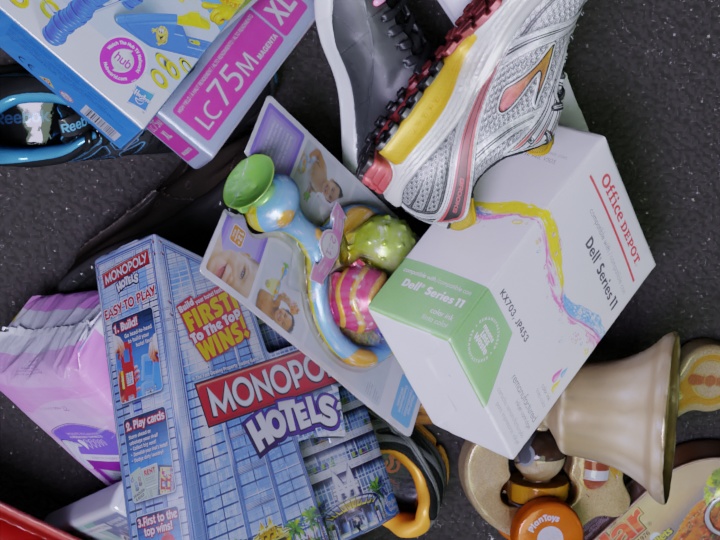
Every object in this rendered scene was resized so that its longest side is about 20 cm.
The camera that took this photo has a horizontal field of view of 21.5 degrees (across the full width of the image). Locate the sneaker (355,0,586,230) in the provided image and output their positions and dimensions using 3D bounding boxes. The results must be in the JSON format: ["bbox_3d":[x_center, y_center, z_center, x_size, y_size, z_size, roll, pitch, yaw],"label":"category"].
[{"bbox_3d":[0.085,-0.111,1.052,0.082,0.078,0.201,37,99,-12],"label":"sneaker"}]

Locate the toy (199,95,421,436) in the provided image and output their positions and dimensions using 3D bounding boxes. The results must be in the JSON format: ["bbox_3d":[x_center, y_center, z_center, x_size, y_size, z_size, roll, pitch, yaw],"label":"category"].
[{"bbox_3d":[0.000,0.000,1.096,0.047,0.116,0.200,-5,146,44],"label":"toy"}]

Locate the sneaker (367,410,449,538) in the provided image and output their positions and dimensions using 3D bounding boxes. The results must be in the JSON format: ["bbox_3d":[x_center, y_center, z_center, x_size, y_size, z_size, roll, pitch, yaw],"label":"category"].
[{"bbox_3d":[-0.020,0.099,1.214,0.199,0.077,0.078,34,108,-14],"label":"sneaker"}]

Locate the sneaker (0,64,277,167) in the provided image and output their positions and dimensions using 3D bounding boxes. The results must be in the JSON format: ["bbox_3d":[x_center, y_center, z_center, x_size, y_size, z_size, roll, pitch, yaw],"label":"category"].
[{"bbox_3d":[-0.146,-0.093,1.128,0.198,0.082,0.074,-12,109,0],"label":"sneaker"}]

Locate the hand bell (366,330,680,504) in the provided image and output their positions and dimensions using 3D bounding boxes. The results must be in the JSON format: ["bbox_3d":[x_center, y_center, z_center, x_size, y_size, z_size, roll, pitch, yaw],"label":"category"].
[{"bbox_3d":[0.094,0.082,1.169,0.198,0.104,0.105,4,113,15],"label":"hand bell"}]

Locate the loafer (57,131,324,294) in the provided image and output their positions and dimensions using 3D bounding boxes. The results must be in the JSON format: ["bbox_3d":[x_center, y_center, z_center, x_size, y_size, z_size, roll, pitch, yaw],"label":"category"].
[{"bbox_3d":[-0.101,-0.026,1.168,0.199,0.072,0.073,-28,126,24],"label":"loafer"}]

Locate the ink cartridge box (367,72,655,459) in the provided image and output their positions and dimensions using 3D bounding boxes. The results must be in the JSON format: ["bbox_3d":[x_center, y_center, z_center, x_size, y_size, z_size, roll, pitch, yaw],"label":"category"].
[{"bbox_3d":[0.104,-0.007,1.114,0.200,0.067,0.118,-51,136,-22],"label":"ink cartridge box"}]

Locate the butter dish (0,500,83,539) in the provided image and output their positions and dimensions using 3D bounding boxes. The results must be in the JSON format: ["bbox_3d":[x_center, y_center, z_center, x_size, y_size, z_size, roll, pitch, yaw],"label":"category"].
[{"bbox_3d":[-0.250,0.243,1.196,0.198,0.149,0.200,28,139,-12],"label":"butter dish"}]

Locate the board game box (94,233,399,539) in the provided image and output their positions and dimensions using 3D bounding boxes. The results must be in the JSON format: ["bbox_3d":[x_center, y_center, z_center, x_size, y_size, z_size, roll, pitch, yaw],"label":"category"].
[{"bbox_3d":[-0.068,0.072,1.091,0.061,0.199,0.202,-19,88,42],"label":"board game box"}]

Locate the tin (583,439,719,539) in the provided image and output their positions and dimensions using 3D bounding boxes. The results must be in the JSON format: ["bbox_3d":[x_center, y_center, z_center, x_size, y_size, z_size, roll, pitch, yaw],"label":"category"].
[{"bbox_3d":[0.201,0.198,1.287,0.112,0.042,0.200,41,104,-21],"label":"tin"}]

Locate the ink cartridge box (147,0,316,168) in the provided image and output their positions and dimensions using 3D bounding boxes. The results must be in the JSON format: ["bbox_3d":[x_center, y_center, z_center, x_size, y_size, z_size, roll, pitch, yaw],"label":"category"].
[{"bbox_3d":[-0.132,-0.168,1.084,0.199,0.042,0.120,39,71,-9],"label":"ink cartridge box"}]

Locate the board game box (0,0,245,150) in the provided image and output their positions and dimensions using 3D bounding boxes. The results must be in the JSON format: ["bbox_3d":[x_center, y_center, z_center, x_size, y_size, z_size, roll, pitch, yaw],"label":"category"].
[{"bbox_3d":[-0.142,-0.207,1.034,0.200,0.056,0.197,40,71,-11],"label":"board game box"}]

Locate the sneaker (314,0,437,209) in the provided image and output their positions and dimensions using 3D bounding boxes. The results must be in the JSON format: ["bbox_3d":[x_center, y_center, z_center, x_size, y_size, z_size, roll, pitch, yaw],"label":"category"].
[{"bbox_3d":[0.034,-0.125,1.113,0.098,0.071,0.202,6,122,27],"label":"sneaker"}]

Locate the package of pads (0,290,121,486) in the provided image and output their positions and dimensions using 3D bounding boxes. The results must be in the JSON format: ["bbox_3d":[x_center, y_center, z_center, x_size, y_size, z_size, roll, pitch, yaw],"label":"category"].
[{"bbox_3d":[-0.126,0.095,1.167,0.200,0.120,0.076,47,62,-27],"label":"package of pads"}]

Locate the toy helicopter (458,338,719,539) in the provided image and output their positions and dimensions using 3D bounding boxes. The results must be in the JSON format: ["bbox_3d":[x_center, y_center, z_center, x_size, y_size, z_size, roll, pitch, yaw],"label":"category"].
[{"bbox_3d":[0.154,0.095,1.237,0.199,0.079,0.133,-27,102,-4],"label":"toy helicopter"}]

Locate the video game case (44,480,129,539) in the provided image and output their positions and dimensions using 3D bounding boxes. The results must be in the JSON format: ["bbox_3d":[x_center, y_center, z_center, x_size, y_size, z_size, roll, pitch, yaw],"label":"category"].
[{"bbox_3d":[-0.101,0.193,1.199,0.181,0.200,0.023,30,68,-13],"label":"video game case"}]

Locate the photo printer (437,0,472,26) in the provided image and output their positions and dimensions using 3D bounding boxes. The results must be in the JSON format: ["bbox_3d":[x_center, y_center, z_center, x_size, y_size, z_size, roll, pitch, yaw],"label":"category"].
[{"bbox_3d":[0.096,-0.253,1.083,0.199,0.070,0.167,-35,110,10],"label":"photo printer"}]
